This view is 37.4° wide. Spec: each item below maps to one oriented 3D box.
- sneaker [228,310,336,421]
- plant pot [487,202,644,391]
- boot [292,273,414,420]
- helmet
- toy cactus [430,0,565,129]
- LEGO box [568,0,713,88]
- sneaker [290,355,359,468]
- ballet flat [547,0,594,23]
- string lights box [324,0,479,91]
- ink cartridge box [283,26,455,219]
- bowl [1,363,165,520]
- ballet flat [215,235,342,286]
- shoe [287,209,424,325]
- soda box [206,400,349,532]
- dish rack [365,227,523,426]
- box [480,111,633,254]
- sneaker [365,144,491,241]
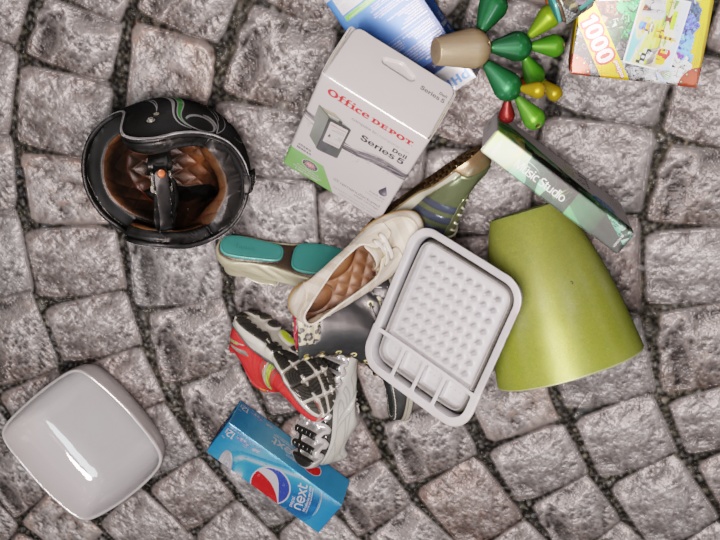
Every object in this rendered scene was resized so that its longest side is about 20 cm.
[{"bbox_3d":[-0.107,0.138,1.434,0.200,0.077,0.086,44,129,30],"label":"sneaker"},{"bbox_3d":[0.230,0.023,1.308,0.185,0.187,0.202,-17,92,16],"label":"plant pot"},{"bbox_3d":[-0.009,0.107,1.384,0.152,0.073,0.206,-8,107,-12],"label":"boot"},{"bbox_3d":[-0.239,-0.123,1.321,0.198,0.190,0.202,-10,112,-24],"label":"helmet"},{"bbox_3d":[0.157,-0.261,1.229,0.163,0.102,0.203,-8,98,-19],"label":"toy cactus"},{"bbox_3d":[0.322,-0.320,1.203,0.147,0.077,0.202,7,111,8],"label":"LEGO box"},{"bbox_3d":[-0.035,0.174,1.464,0.080,0.075,0.202,8,102,-38],"label":"sneaker"},{"bbox_3d":[0.209,-0.356,1.177,0.071,0.202,0.072,-16,148,-11],"label":"ballet flat"},{"bbox_3d":[0.046,-0.290,1.275,0.102,0.059,0.201,-32,102,20],"label":"string lights box"},{"bbox_3d":[0.006,-0.169,1.261,0.145,0.084,0.200,31,150,-1],"label":"ink cartridge box"},{"bbox_3d":[-0.391,0.241,1.547,0.199,0.075,0.200,-37,99,21],"label":"bowl"},{"bbox_3d":[-0.095,-0.003,1.413,0.198,0.070,0.070,11,112,8],"label":"ballet flat"},{"bbox_3d":[0.000,0.000,1.298,0.199,0.053,0.070,-38,107,-2],"label":"shoe"},{"bbox_3d":[-0.116,0.279,1.513,0.199,0.068,0.064,36,112,-4],"label":"soda box"},{"bbox_3d":[0.105,0.066,1.285,0.171,0.043,0.202,34,113,30],"label":"dish rack"},{"bbox_3d":[0.231,-0.108,1.263,0.199,0.144,0.036,35,108,-4],"label":"box"},{"bbox_3d":[0.100,-0.070,1.346,0.199,0.067,0.090,-34,102,26],"label":"sneaker"}]
